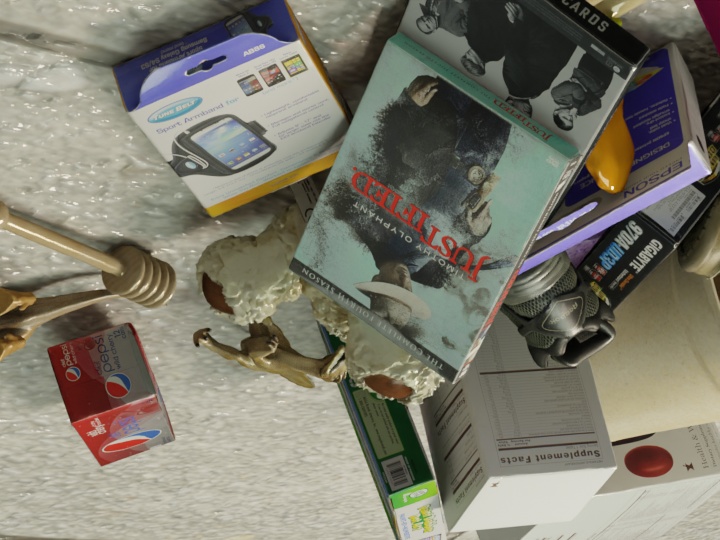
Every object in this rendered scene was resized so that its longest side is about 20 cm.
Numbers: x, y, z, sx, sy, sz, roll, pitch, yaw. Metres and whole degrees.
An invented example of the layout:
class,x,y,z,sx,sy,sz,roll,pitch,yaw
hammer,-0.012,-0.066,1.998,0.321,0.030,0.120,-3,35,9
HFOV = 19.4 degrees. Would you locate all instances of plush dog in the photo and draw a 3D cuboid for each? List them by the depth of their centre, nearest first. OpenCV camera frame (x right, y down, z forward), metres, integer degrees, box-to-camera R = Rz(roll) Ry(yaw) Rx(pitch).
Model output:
class,x,y,z,sx,sy,sz,roll,pitch,yaw
plush dog,0.000,0.000,1.551,0.161,0.200,0.172,-63,168,-5

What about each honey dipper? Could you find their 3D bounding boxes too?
class,x,y,z,sx,sy,sz,roll,pitch,yaw
honey dipper,-0.198,-0.015,1.471,0.038,0.038,0.200,-29,152,19

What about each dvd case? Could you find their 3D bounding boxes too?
class,x,y,z,sx,sy,sz,roll,pitch,yaw
dvd case,0.089,-0.123,1.342,0.025,0.150,0.200,-48,171,-29
dvd case,0.044,-0.038,1.388,0.022,0.146,0.200,-39,160,-50

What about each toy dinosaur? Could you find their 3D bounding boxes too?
class,x,y,z,sx,sy,sz,roll,pitch,yaw
toy dinosaur,-0.248,0.033,1.530,0.200,0.060,0.106,-17,-177,0
toy dinosaur,-0.081,0.062,1.645,0.101,0.058,0.200,39,167,-24

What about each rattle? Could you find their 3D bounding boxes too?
class,x,y,z,sx,sy,sz,roll,pitch,yaw
rattle,0.204,-0.164,1.341,0.200,0.143,0.130,-27,159,15

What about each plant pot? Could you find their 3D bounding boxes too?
class,x,y,z,sx,sy,sz,roll,pitch,yaw
plant pot,0.260,0.055,1.755,0.183,0.201,0.200,-23,158,31

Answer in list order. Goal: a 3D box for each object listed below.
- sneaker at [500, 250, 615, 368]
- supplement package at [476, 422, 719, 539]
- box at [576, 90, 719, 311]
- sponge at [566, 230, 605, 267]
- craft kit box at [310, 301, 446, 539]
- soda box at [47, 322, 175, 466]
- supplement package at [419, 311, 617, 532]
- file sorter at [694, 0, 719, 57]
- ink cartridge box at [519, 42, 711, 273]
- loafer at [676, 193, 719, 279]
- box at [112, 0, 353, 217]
class,x,y,z,sx,sy,sz,roll,pitch,yaw
sneaker,0.126,0.012,1.594,0.076,0.114,0.199,-35,-159,-4
supplement package,0.200,0.147,1.943,0.200,0.191,0.147,-6,152,-31
box,0.235,-0.057,1.580,0.159,0.046,0.200,-50,176,-20
sponge,0.174,-0.010,1.786,0.200,0.030,0.112,-7,153,-28
craft kit box,0.015,0.121,1.728,0.048,0.200,0.198,-19,157,-6
soda box,-0.192,0.099,1.645,0.070,0.063,0.200,-18,166,-6
supplement package,0.113,0.093,1.677,0.114,0.200,0.110,-2,152,-18
file sorter,0.318,-0.152,1.375,0.125,0.139,0.200,-25,-175,-1
ink cartridge box,0.151,-0.059,1.485,0.198,0.200,0.043,-29,114,20
loafer,0.313,-0.055,1.641,0.200,0.067,0.076,-48,175,-40
box,-0.078,-0.108,1.364,0.119,0.041,0.200,-23,154,5
